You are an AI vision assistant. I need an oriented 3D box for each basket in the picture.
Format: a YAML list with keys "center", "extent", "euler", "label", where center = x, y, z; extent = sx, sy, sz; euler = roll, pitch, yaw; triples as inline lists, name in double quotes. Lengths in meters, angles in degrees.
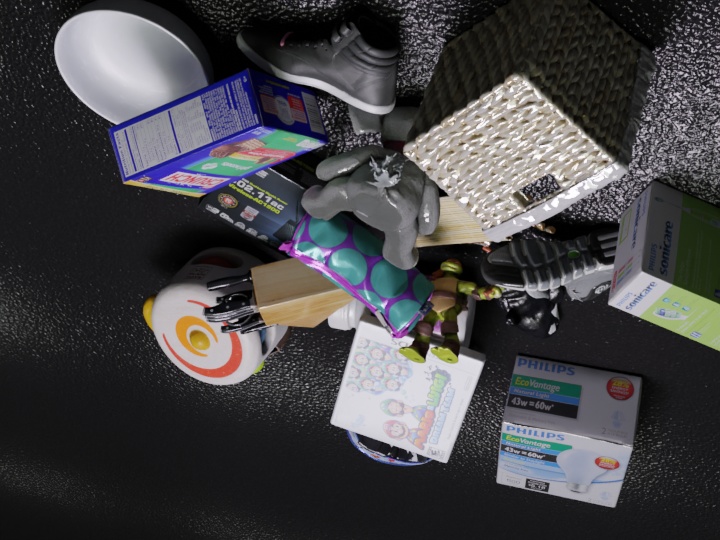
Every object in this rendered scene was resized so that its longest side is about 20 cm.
- center: [0.179, -0.176, 1.244]
  extent: [0.161, 0.200, 0.198]
  euler: [40, 139, -20]
  label: "basket"

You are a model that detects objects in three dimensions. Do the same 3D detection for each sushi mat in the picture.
- center: [0.103, -0.063, 1.524]
  extent: [0.096, 0.012, 0.200]
  euler: [42, 155, -27]
  label: "sushi mat"

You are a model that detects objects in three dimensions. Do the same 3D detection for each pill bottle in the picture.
- center: [0.059, 0.056, 1.666]
  extent: [0.199, 0.113, 0.112]
  euler: [9, 143, 12]
  label: "pill bottle"

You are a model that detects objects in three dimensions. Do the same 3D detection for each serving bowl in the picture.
- center: [-0.267, -0.258, 1.425]
  extent: [0.199, 0.066, 0.200]
  euler: [11, 143, 8]
  label: "serving bowl"

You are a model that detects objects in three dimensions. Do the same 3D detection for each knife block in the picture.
- center: [-0.110, 0.025, 1.576]
  extent: [0.175, 0.064, 0.200]
  euler: [7, 151, -40]
  label: "knife block"

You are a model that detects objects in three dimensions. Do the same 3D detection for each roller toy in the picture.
- center: [-0.212, 0.069, 1.736]
  extent: [0.200, 0.140, 0.182]
  euler: [40, 130, -2]
  label: "roller toy"

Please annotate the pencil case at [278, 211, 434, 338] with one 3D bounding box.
- center: [0.000, 0.000, 1.492]
  extent: [0.200, 0.093, 0.085]
  euler: [37, 149, 0]
  label: "pencil case"

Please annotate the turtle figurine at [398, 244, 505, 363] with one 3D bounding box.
- center: [0.102, 0.045, 1.569]
  extent: [0.199, 0.162, 0.064]
  euler: [6, 152, 23]
  label: "turtle figurine"

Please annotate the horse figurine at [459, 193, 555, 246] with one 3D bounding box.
- center: [0.165, -0.092, 1.470]
  extent: [0.132, 0.050, 0.200]
  euler: [13, 155, 29]
  label: "horse figurine"

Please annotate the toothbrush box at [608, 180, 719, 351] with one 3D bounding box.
- center: [0.415, 0.002, 1.418]
  extent: [0.199, 0.146, 0.086]
  euler: [22, 145, -8]
  label: "toothbrush box"

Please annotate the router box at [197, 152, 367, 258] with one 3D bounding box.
- center: [-0.099, -0.094, 1.574]
  extent: [0.200, 0.062, 0.150]
  euler: [29, 141, -16]
  label: "router box"

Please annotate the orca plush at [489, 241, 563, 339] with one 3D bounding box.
- center: [0.222, 0.042, 1.613]
  extent: [0.105, 0.071, 0.200]
  euler: [2, 141, 20]
  label: "orca plush"

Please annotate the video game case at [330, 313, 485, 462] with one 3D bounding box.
- center: [0.064, 0.170, 1.655]
  extent: [0.181, 0.024, 0.201]
  euler: [18, 125, 4]
  label: "video game case"

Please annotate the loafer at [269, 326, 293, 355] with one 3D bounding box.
- center: [-0.182, 0.122, 1.887]
  extent: [0.073, 0.071, 0.200]
  euler: [32, 142, -19]
  label: "loafer"

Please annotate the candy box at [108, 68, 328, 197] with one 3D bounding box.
- center: [-0.166, -0.159, 1.390]
  extent: [0.199, 0.077, 0.169]
  euler: [-18, 172, 24]
  label: "candy box"

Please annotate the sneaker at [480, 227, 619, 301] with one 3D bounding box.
- center: [0.257, 0.010, 1.528]
  extent: [0.199, 0.075, 0.116]
  euler: [-8, 150, 1]
  label: "sneaker"

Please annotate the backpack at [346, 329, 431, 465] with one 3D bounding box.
- center: [0.062, 0.202, 1.792]
  extent: [0.199, 0.191, 0.154]
  euler: [17, 160, 1]
  label: "backpack"

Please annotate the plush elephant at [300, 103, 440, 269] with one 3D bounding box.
- center: [0.041, -0.130, 1.410]
  extent: [0.164, 0.155, 0.200]
  euler: [28, 152, 0]
  label: "plush elephant"

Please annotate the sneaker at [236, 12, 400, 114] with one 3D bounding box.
- center: [-0.041, -0.261, 1.336]
  extent: [0.199, 0.071, 0.099]
  euler: [23, 130, 4]
  label: "sneaker"

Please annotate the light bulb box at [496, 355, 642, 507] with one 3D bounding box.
- center: [0.319, 0.249, 1.802]
  extent: [0.197, 0.125, 0.200]
  euler: [9, 144, 11]
  label: "light bulb box"
